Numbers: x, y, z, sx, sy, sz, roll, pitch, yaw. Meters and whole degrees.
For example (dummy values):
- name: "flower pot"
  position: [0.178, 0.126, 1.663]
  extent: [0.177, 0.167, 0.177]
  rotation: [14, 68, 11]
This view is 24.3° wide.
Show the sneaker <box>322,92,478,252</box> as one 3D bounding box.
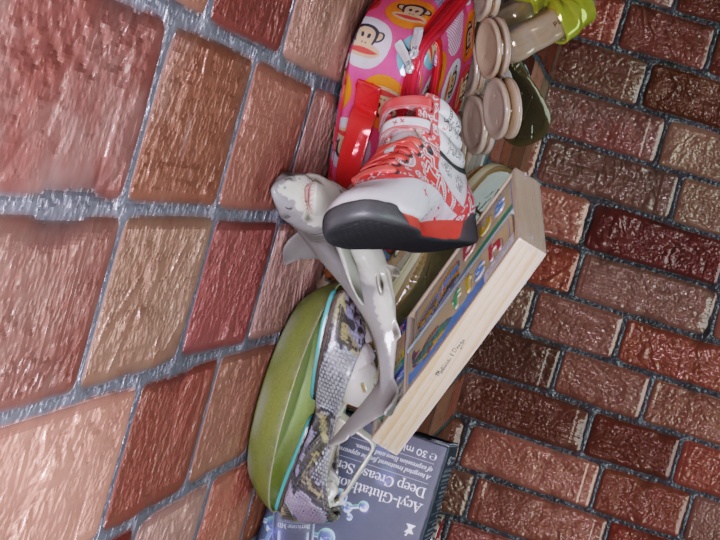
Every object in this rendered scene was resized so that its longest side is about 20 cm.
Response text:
- name: "sneaker"
  position: [0.023, -0.073, 1.190]
  extent: [0.201, 0.067, 0.109]
  rotation: [5, 76, -63]

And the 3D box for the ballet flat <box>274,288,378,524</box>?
- name: "ballet flat"
  position: [-0.015, 0.115, 1.357]
  extent: [0.072, 0.071, 0.202]
  rotation: [-42, 147, -73]

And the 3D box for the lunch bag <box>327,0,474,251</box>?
- name: "lunch bag"
  position: [0.024, -0.124, 1.344]
  extent: [0.176, 0.081, 0.202]
  rotation: [-54, 158, -54]

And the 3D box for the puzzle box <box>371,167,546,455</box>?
- name: "puzzle box"
  position: [0.073, 0.028, 1.261]
  extent: [0.201, 0.025, 0.133]
  rotation: [-55, -169, 23]

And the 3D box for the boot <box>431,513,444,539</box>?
- name: "boot"
  position: [-0.012, 0.306, 1.647]
  extent: [0.073, 0.152, 0.206]
  rotation: [-21, 127, -79]

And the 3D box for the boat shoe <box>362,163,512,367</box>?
- name: "boat shoe"
  position: [0.056, -0.012, 1.416]
  extent: [0.073, 0.063, 0.202]
  rotation: [23, 104, -42]

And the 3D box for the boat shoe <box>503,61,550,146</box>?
- name: "boat shoe"
  position: [0.121, -0.213, 1.630]
  extent: [0.202, 0.071, 0.066]
  rotation: [58, 1, -26]

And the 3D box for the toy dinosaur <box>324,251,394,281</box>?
- name: "toy dinosaur"
  position: [0.000, 0.000, 1.538]
  extent: [0.182, 0.104, 0.201]
  rotation: [79, -7, -51]

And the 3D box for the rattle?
- name: "rattle"
  position: [0.114, -0.254, 1.471]
  extent: [0.130, 0.143, 0.200]
  rotation: [-44, -160, 2]

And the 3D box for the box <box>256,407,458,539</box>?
- name: "box"
  position: [-0.009, 0.234, 1.548]
  extent: [0.107, 0.147, 0.202]
  rotation: [33, 73, -80]

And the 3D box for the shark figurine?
- name: "shark figurine"
  position: [-0.018, 0.010, 1.241]
  extent: [0.128, 0.089, 0.216]
  rotation: [-50, 126, -52]

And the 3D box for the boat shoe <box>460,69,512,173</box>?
- name: "boat shoe"
  position: [0.086, -0.096, 1.525]
  extent: [0.201, 0.072, 0.062]
  rotation: [-61, 157, -18]

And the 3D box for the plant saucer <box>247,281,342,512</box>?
- name: "plant saucer"
  position: [-0.055, 0.101, 1.400]
  extent: [0.200, 0.031, 0.202]
  rotation: [17, 90, -82]

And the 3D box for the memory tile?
- name: "memory tile"
  position: [0.091, -0.194, 1.405]
  extent: [0.153, 0.017, 0.202]
  rotation: [144, -59, -69]
